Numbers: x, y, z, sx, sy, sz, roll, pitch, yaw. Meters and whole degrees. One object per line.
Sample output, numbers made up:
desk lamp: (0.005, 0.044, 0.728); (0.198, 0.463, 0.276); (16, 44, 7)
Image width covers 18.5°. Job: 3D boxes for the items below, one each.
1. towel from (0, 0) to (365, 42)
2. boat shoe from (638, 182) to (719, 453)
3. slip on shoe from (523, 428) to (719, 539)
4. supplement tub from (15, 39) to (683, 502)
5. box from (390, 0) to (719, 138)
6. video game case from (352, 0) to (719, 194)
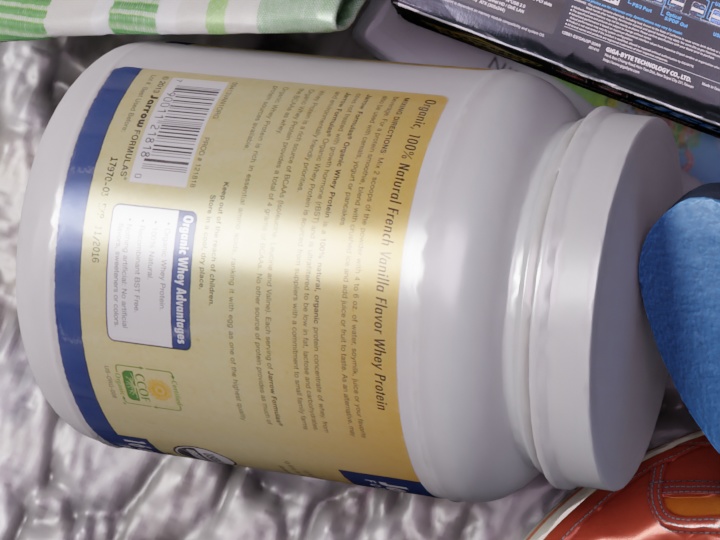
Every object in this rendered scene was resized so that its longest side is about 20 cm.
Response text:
towel: (-0.061, -0.139, 0.793); (0.199, 0.023, 0.153); (2, 55, 34)
boat shoe: (0.166, 0.053, 0.706); (0.201, 0.069, 0.084); (53, 130, 1)
slip on shoe: (0.125, 0.096, 0.770); (0.199, 0.061, 0.074); (-31, 111, 5)
supplement tub: (0.000, 0.000, 0.751); (0.198, 0.144, 0.146); (7, 81, 21)
box: (0.128, -0.127, 0.740); (0.198, 0.046, 0.160); (20, 91, 6)
video game case: (0.125, -0.117, 0.798); (0.181, 0.022, 0.201); (33, 91, -12)
